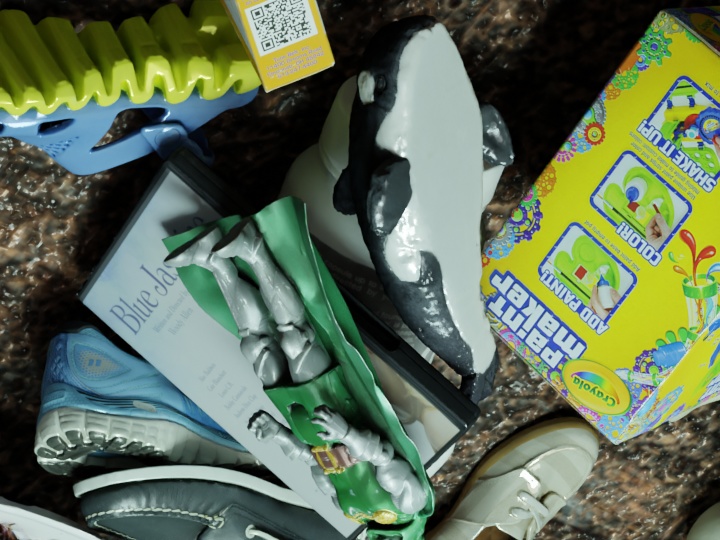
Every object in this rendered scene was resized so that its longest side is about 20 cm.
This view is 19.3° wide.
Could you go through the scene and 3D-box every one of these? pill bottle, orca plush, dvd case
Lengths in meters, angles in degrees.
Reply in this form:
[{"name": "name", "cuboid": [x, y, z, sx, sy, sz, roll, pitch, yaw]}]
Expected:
[{"name": "pill bottle", "cuboid": [0.000, 0.000, 1.144, 0.114, 0.114, 0.200, 6, 126, -26]}, {"name": "orca plush", "cuboid": [0.024, -0.032, 1.042, 0.105, 0.071, 0.200, -50, 133, -31]}, {"name": "dvd case", "cuboid": [-0.046, 0.041, 1.084, 0.200, 0.018, 0.143, 42, 140, 1]}]

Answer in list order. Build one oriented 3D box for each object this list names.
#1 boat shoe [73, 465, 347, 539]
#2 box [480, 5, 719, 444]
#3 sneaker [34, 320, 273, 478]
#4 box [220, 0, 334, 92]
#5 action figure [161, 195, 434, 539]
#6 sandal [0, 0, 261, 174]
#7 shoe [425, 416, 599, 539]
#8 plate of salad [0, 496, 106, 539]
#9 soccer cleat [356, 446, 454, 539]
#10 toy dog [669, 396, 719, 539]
[{"name": "boat shoe", "cuboid": [-0.074, 0.148, 1.175, 0.200, 0.060, 0.076, 13, 157, -42]}, {"name": "box", "cuboid": [0.188, -0.031, 1.132, 0.193, 0.122, 0.200, -55, 160, 24]}, {"name": "sneaker", "cuboid": [-0.106, 0.074, 1.185, 0.078, 0.090, 0.200, -17, 159, 23]}, {"name": "box", "cuboid": [-0.067, -0.192, 0.950, 0.041, 0.119, 0.200, -21, 134, -5]}, {"name": "action figure", "cuboid": [-0.019, 0.065, 1.026, 0.055, 0.118, 0.200, -41, 107, -31]}, {"name": "sandal", "cuboid": [-0.139, -0.080, 1.047, 0.200, 0.080, 0.087, -2, 133, -19]}, {"name": "shoe", "cuboid": [0.083, 0.174, 1.367, 0.200, 0.053, 0.070, -44, 131, 16]}, {"name": "plate of salad", "cuboid": [-0.206, 0.171, 1.189, 0.200, 0.048, 0.200, 11, 154, 5]}, {"name": "soccer cleat", "cuboid": [-0.020, 0.161, 1.292, 0.200, 0.085, 0.069, -33, 133, 7]}, {"name": "toy dog", "cuboid": [0.280, 0.160, 1.385, 0.194, 0.140, 0.200, 9, 125, -13]}]
